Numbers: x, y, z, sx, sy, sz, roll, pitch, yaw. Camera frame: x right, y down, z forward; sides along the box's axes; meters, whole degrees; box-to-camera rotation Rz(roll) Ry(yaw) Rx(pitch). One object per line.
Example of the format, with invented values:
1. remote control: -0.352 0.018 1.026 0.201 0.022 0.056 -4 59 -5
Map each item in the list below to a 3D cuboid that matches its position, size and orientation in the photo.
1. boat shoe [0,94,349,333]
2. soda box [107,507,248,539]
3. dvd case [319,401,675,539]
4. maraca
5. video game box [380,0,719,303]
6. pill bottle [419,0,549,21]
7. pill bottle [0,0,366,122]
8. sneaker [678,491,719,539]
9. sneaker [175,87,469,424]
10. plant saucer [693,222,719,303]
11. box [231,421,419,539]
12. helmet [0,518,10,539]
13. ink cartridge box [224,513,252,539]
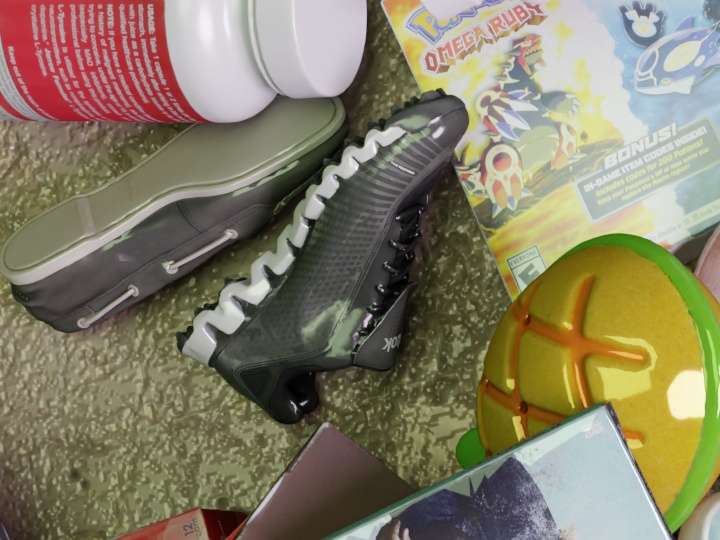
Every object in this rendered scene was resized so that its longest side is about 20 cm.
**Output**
1. boat shoe: -0.089 -0.029 1.115 0.200 0.057 0.067 -25 39 10
2. soda box: -0.069 0.221 1.060 0.070 0.063 0.200 -21 76 15
3. dvd case: 0.083 0.176 0.914 0.146 0.022 0.200 -26 91 3
4. maraca: 0.103 0.074 0.991 0.137 0.107 0.200 61 136 36
5. video game box: 0.134 -0.095 1.048 0.200 0.047 0.182 -27 72 13
6. pill bottle: 0.105 -0.195 0.993 0.200 0.109 0.109 -28 74 13
7. pill bottle: -0.104 -0.130 1.089 0.200 0.112 0.112 3 83 24
8. sneaker: 0.210 0.185 0.950 0.082 0.074 0.200 -33 80 56
9. sneaker: 0.000 0.000 1.060 0.091 0.066 0.200 47 115 9
10. plant saucer: 0.234 0.046 0.957 0.200 0.034 0.201 17 117 38
11. box: 0.027 0.173 0.981 0.200 0.075 0.100 38 62 1
12. helmet: -0.258 0.174 1.065 0.200 0.191 0.200 8 120 14
13. ink cartridge box: -0.036 0.205 0.999 0.200 0.050 0.162 -43 83 -11
